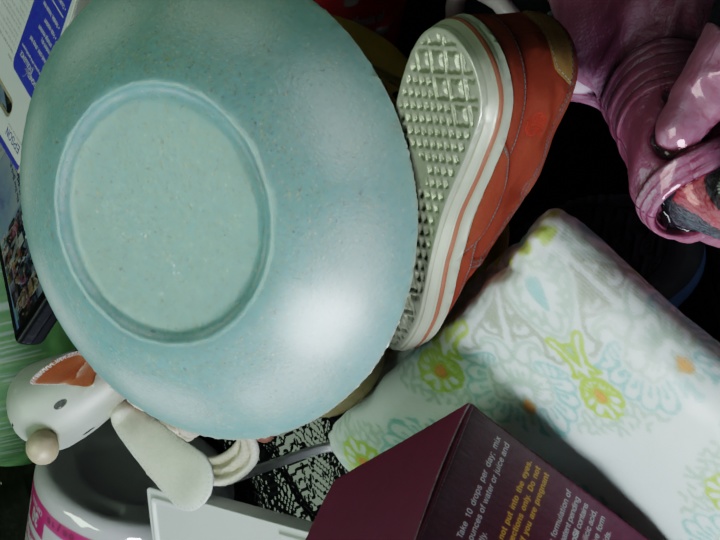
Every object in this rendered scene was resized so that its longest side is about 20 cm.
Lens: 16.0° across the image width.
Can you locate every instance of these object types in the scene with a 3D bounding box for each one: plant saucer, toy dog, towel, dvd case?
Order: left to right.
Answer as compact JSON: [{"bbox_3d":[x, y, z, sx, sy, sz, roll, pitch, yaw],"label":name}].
[{"bbox_3d":[-0.144,-0.074,1.298,0.200,0.017,0.143,-51,45,45],"label":"dvd case"},{"bbox_3d":[-0.080,0.058,1.154,0.200,0.132,0.097,-45,22,43],"label":"toy dog"},{"bbox_3d":[-0.071,-0.025,1.051,0.200,0.039,0.202,7,104,30],"label":"plant saucer"},{"bbox_3d":[0.094,0.079,1.124,0.171,0.048,0.200,39,139,-6],"label":"towel"}]

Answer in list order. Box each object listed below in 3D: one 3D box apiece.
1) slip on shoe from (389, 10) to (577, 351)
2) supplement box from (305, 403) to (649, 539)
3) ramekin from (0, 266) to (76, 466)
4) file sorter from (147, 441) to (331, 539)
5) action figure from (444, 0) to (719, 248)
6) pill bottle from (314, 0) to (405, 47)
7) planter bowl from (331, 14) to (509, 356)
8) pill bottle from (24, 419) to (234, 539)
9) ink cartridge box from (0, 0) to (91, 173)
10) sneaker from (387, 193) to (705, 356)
[{"bbox_3d":[0.039,-0.034,1.050,0.074,0.061,0.200,58,149,26],"label":"slip on shoe"},{"bbox_3d":[0.078,0.161,1.110,0.200,0.086,0.110,38,142,-16],"label":"supplement box"},{"bbox_3d":[-0.269,0.034,1.595,0.200,0.097,0.201,21,117,47],"label":"ramekin"},{"bbox_3d":[-0.008,0.201,1.294,0.139,0.124,0.201,9,109,49],"label":"file sorter"},{"bbox_3d":[0.119,-0.072,1.020,0.200,0.148,0.134,-103,6,-47],"label":"action figure"},{"bbox_3d":[-0.025,-0.181,1.204,0.112,0.112,0.201,37,129,40],"label":"pill bottle"},{"bbox_3d":[-0.026,-0.055,1.153,0.201,0.200,0.084,-54,16,45],"label":"planter bowl"},{"bbox_3d":[-0.142,0.194,1.472,0.113,0.113,0.201,39,129,38],"label":"pill bottle"},{"bbox_3d":[-0.140,-0.155,1.246,0.095,0.037,0.201,55,129,46],"label":"ink cartridge box"},{"bbox_3d":[0.091,0.023,1.172,0.200,0.078,0.066,-24,44,43],"label":"sneaker"}]
